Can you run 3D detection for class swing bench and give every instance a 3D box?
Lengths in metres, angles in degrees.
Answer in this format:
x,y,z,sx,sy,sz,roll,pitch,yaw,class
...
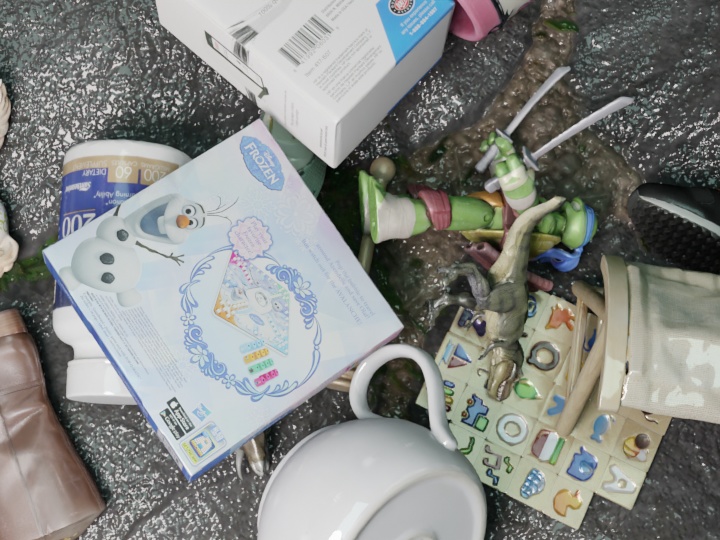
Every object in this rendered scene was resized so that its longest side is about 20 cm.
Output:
x,y,z,sx,sy,sz,roll,pitch,yaw,class
0.265,0.066,0.959,0.196,0.200,0.132,9,78,1,swing bench

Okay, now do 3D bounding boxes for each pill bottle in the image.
x,y,z,sx,sy,sz,roll,pitch,yaw,class
-0.193,0.004,1.036,0.109,0.111,0.203,1,79,2,pill bottle

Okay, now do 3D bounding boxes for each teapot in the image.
x,y,z,sx,sy,sz,roll,pitch,yaw,class
-0.007,0.187,0.979,0.199,0.200,0.146,-28,39,-28,teapot

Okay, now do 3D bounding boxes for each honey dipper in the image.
x,y,z,sx,sy,sz,roll,pitch,yaw,class
0.000,0.000,1.072,0.037,0.038,0.203,9,77,3,honey dipper

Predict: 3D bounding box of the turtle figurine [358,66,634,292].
x,y,z,sx,sy,sz,roll,pitch,yaw,class
0.097,-0.085,1.024,0.191,0.202,0.145,-4,41,-8,turtle figurine

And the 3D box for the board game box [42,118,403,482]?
x,y,z,sx,sy,sz,roll,pitch,yaw,class
-0.103,0.019,0.966,0.198,0.043,0.201,-33,82,-17,board game box

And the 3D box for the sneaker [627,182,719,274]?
x,y,z,sx,sy,sz,roll,pitch,yaw,class
0.321,-0.041,1.058,0.198,0.070,0.091,22,66,5,sneaker

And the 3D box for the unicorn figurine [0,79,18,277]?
x,y,z,sx,sy,sz,roll,pitch,yaw,class
-0.347,-0.080,1.084,0.136,0.074,0.203,-21,93,-12,unicorn figurine

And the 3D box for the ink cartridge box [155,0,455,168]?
x,y,z,sx,sy,sz,roll,pitch,yaw,class
-0.047,-0.207,1.017,0.200,0.084,0.146,41,72,12,ink cartridge box

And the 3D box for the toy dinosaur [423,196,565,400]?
x,y,z,sx,sy,sz,roll,pitch,yaw,class
0.099,0.018,0.998,0.087,0.202,0.048,-1,41,-8,toy dinosaur

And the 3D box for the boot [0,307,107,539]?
x,y,z,sx,sy,sz,roll,pitch,yaw,class
-0.322,0.157,1.042,0.184,0.064,0.202,-24,84,-1,boot

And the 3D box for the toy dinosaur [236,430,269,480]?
x,y,z,sx,sy,sz,roll,pitch,yaw,class
-0.080,0.060,1.036,0.076,0.102,0.203,19,70,-5,toy dinosaur

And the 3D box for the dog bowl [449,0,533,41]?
x,y,z,sx,sy,sz,roll,pitch,yaw,class
0.058,-0.269,1.040,0.200,0.200,0.074,41,90,8,dog bowl

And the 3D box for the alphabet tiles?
x,y,z,sx,sy,sz,roll,pitch,yaw,class
0.155,0.109,1.059,0.198,0.006,0.168,25,81,6,alphabet tiles

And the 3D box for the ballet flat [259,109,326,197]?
x,y,z,sx,sy,sz,roll,pitch,yaw,class
-0.052,-0.144,1.080,0.068,0.071,0.203,13,80,6,ballet flat
